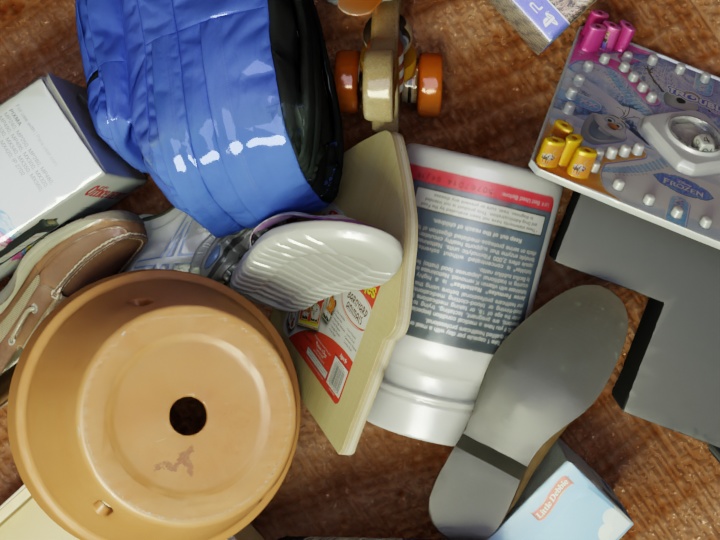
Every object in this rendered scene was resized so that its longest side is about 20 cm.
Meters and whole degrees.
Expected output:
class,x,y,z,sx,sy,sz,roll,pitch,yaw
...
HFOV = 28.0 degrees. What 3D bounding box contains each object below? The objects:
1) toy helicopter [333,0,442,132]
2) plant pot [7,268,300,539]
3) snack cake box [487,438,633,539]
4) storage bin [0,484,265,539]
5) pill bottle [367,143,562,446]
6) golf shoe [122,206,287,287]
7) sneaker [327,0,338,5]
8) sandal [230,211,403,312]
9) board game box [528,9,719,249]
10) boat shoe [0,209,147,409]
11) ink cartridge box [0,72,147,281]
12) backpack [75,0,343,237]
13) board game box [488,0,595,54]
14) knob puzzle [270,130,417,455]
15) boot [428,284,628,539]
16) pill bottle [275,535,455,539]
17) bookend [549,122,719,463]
class,x,y,z,sx,sy,sz,roll,pitch,yaw
toy helicopter,0.019,-0.154,0.986,0.079,0.200,0.132,3,111,2
plant pot,-0.124,0.093,0.944,0.200,0.140,0.200,2,85,-18
snack cake box,0.099,0.219,1.048,0.067,0.115,0.200,44,94,-1
storage bin,-0.179,0.230,1.070,0.199,0.094,0.200,-41,92,3
pill bottle,0.066,0.018,1.035,0.120,0.120,0.200,13,93,1
golf shoe,-0.148,0.009,1.077,0.200,0.078,0.097,-46,72,0
sneaker,-0.018,-0.295,1.032,0.076,0.092,0.200,-11,93,2
sandal,-0.037,-0.016,0.962,0.082,0.203,0.050,20,71,-23
board game box,0.230,-0.093,0.991,0.200,0.200,0.026,22,131,3
boat shoe,-0.221,0.032,1.048,0.200,0.076,0.072,-40,67,25
ink cartridge box,-0.266,-0.045,1.028,0.200,0.146,0.083,-33,89,4
backpack,-0.099,-0.123,0.996,0.168,0.163,0.200,-18,73,12
board game box,0.148,-0.282,1.025,0.200,0.097,0.159,-44,91,4
knob puzzle,0.000,0.000,1.003,0.030,0.220,0.220,11,94,-25
boot,0.115,0.097,0.999,0.074,0.075,0.200,34,89,13
pill bottle,-0.010,0.232,0.952,0.200,0.112,0.112,-2,94,17
bookend,0.214,0.020,1.044,0.199,0.092,0.200,20,95,2
